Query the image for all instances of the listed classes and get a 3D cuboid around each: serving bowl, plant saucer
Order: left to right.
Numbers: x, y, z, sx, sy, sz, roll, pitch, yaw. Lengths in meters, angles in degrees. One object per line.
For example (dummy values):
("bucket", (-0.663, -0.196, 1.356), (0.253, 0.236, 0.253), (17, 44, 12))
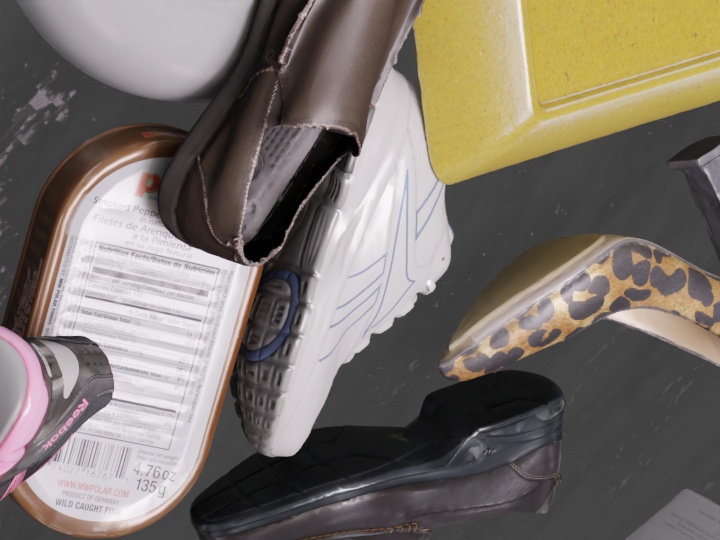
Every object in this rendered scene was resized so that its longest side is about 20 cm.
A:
("serving bowl", (-0.067, -0.171, 1.362), (0.199, 0.066, 0.201), (-5, 105, -20))
("plant saucer", (0.115, -0.156, 1.420), (0.199, 0.048, 0.201), (-18, 109, -32))

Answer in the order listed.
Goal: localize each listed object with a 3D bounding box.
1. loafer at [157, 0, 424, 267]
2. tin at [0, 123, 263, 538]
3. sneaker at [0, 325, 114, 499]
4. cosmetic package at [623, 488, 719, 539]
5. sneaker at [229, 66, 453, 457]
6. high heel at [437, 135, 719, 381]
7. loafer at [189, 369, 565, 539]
("loafer", (-0.014, -0.084, 1.345), (0.073, 0.071, 0.201), (16, 110, -43))
("tin", (-0.111, 0.031, 1.413), (0.112, 0.042, 0.201), (12, 99, -28))
("sneaker", (-0.184, 0.089, 1.350), (0.095, 0.200, 0.079), (-13, 69, -53))
("cosmetic package", (0.138, 0.221, 1.530), (0.200, 0.081, 0.113), (-41, 116, -13))
("sneaker", (0.000, 0.000, 1.431), (0.087, 0.074, 0.201), (19, 97, -29))
("high heel", (0.141, 0.041, 1.492), (0.200, 0.071, 0.143), (-34, 107, -20))
("loafer", (0.014, 0.113, 1.466), (0.199, 0.073, 0.073), (-15, 113, -16))
